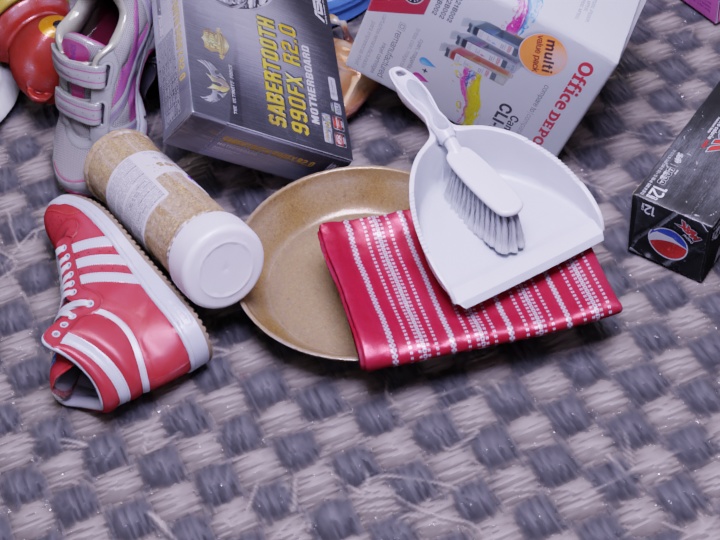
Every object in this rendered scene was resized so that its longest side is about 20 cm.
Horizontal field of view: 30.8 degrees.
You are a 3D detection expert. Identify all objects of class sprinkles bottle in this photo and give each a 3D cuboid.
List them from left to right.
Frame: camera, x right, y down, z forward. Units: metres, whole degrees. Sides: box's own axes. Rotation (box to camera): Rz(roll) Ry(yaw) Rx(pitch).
[{"bbox_3d":[-0.149,-0.044,1.014,0.068,0.069,0.200,-28,40,-20],"label":"sprinkles bottle"}]

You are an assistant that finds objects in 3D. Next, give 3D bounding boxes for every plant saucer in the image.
[{"bbox_3d":[0.000,0.000,1.010,0.198,0.036,0.201,-2,48,2],"label":"plant saucer"}]

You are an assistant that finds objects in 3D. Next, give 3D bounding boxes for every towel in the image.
[{"bbox_3d":[0.077,-0.002,0.968,0.198,0.023,0.145,-12,49,-7],"label":"towel"}]

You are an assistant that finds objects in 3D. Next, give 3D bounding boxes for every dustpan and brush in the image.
[{"bbox_3d":[0.076,-0.079,0.981,0.139,0.058,0.200,-25,52,-18],"label":"dustpan and brush"}]

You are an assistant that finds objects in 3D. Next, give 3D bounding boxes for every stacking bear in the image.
[{"bbox_3d":[-0.308,-0.237,1.169,0.121,0.114,0.201,-21,68,-40],"label":"stacking bear"}]

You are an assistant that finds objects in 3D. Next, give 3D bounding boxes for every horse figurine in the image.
[{"bbox_3d":[0.026,-0.203,1.181,0.198,0.050,0.133,-17,52,-13],"label":"horse figurine"}]

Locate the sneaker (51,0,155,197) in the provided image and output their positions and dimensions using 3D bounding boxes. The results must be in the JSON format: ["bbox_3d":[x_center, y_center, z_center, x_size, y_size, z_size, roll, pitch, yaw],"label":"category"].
[{"bbox_3d":[-0.224,-0.163,1.090,0.081,0.088,0.202,13,92,22],"label":"sneaker"}]

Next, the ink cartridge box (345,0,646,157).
[{"bbox_3d":[0.117,-0.213,1.080,0.199,0.146,0.145,27,53,-1],"label":"ink cartridge box"}]

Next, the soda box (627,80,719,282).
[{"bbox_3d":[0.290,-0.086,1.046,0.070,0.064,0.200,26,55,24],"label":"soda box"}]

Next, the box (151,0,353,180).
[{"bbox_3d":[-0.093,-0.180,1.084,0.157,0.048,0.202,15,54,-36],"label":"box"}]

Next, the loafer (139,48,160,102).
[{"bbox_3d":[-0.164,-0.167,1.146,0.199,0.072,0.063,29,69,14],"label":"loafer"}]

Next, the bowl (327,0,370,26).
[{"bbox_3d":[-0.065,-0.304,1.288,0.198,0.040,0.202,-2,47,3],"label":"bowl"}]

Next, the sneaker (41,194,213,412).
[{"bbox_3d":[-0.212,0.025,0.981,0.112,0.072,0.200,-31,55,-26],"label":"sneaker"}]

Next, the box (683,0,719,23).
[{"bbox_3d":[0.362,-0.355,1.262,0.199,0.097,0.176,-28,52,-19],"label":"box"}]

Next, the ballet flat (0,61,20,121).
[{"bbox_3d":[-0.356,-0.139,1.145,0.069,0.070,0.201,10,49,13],"label":"ballet flat"}]
